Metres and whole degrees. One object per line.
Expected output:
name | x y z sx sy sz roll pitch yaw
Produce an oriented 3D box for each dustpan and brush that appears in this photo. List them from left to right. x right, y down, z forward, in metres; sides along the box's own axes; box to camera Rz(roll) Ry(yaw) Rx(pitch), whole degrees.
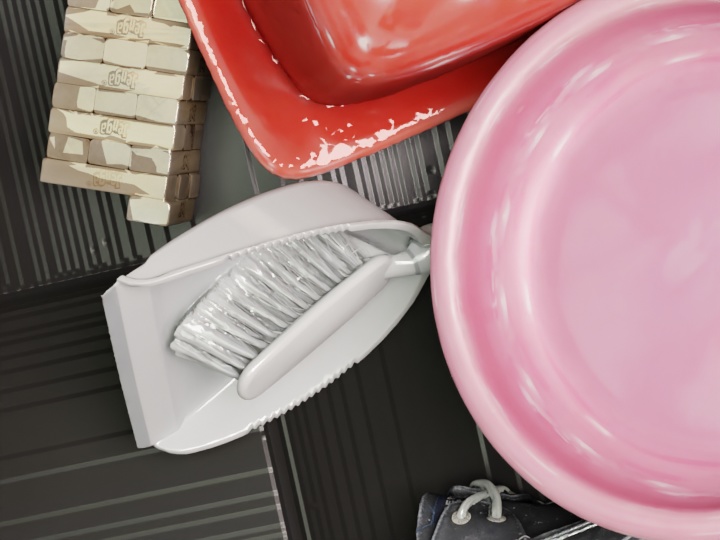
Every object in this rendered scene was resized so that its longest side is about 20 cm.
dustpan and brush | 0.000 0.000 0.923 0.200 0.140 0.057 -38 65 -19

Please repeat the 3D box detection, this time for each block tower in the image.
block tower | -0.083 -0.122 0.942 0.057 0.054 0.202 8 95 8

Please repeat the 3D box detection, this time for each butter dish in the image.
butter dish | 0.026 -0.152 0.851 0.198 0.148 0.201 -25 101 -10

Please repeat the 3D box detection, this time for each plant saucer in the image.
plant saucer | 0.123 -0.004 0.835 0.199 0.051 0.202 -3 84 27

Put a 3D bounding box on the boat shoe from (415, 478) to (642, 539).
boat shoe | 0.047 0.117 0.938 0.199 0.072 0.068 -27 92 17
